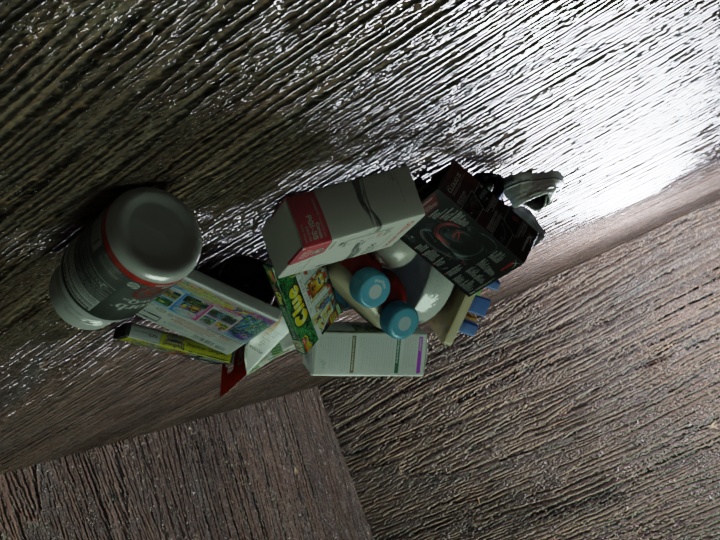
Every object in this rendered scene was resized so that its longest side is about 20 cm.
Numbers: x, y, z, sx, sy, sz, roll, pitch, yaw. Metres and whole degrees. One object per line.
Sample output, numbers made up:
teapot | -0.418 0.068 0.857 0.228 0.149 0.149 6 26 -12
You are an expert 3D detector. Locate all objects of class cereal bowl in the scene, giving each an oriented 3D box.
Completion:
cereal bowl | 0.113 0.002 1.728 0.083 0.200 0.200 16 153 -23

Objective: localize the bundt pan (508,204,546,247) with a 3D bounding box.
bundt pan | 0.254 -0.067 1.925 0.202 0.076 0.202 -25 -168 6

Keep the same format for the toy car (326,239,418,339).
toy car | 0.046 -0.021 1.650 0.200 0.177 0.184 -48 -144 -8

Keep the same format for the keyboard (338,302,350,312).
keyboard | 0.000 0.000 1.810 0.200 0.127 0.021 -22 -156 -12

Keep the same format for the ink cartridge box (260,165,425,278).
ink cartridge box | -0.026 -0.070 1.432 0.200 0.083 0.147 -16 169 -23

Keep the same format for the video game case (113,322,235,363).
video game case | -0.320 0.125 1.680 0.181 0.026 0.200 16 170 -17

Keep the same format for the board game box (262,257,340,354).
board game box | -0.088 0.030 1.552 0.105 0.023 0.200 -48 141 -29

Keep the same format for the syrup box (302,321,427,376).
syrup box | 0.008 0.134 1.693 0.200 0.082 0.079 3 -170 -15

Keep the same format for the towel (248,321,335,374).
towel | -0.154 0.080 1.763 0.200 0.153 0.023 -26 166 15

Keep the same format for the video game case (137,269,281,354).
video game case | -0.247 0.057 1.504 0.200 0.024 0.182 27 146 -22

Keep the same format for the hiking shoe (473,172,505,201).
hiking shoe | 0.218 -0.124 1.677 0.087 0.074 0.200 -35 171 23

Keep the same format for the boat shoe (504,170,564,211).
boat shoe | 0.320 -0.140 1.815 0.074 0.065 0.200 -30 167 39

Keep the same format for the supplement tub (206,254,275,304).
supplement tub | -0.227 0.055 1.619 0.107 0.107 0.200 -13 168 -38

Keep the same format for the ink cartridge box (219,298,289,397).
ink cartridge box | -0.188 0.095 1.670 0.200 0.050 0.162 -42 -153 20

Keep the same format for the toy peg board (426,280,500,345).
toy peg board | 0.201 0.018 1.761 0.098 0.200 0.199 18 -165 -18

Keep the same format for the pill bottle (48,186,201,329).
pill bottle | -0.280 -0.007 1.154 0.116 0.116 0.200 -12 166 -43

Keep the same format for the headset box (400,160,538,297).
headset box | 0.151 -0.069 1.548 0.149 0.200 0.075 -38 -164 52
